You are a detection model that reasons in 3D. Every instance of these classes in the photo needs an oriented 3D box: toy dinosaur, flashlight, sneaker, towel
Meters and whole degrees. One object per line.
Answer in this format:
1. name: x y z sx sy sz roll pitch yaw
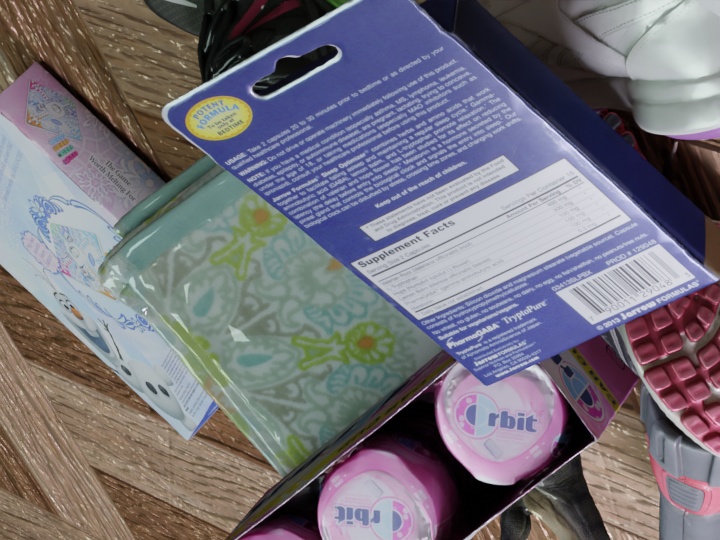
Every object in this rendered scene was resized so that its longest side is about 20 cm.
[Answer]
1. toy dinosaur: 0.074 0.101 1.405 0.201 0.088 0.047 65 -176 21
2. flashlight: 0.165 0.103 1.377 0.200 0.067 0.068 78 176 -60
3. sneaker: -0.040 -0.090 1.220 0.200 0.084 0.077 38 158 43
4. sneaker: 0.094 -0.108 1.147 0.200 0.075 0.100 9 120 54
5. sneaker: 0.126 -0.003 1.254 0.200 0.081 0.075 50 175 -1
6. towel: 0.000 0.000 1.354 0.171 0.200 0.048 49 -159 -17

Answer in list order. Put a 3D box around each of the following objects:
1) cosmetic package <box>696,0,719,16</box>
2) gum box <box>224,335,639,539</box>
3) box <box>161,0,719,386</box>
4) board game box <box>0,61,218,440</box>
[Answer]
1. cosmetic package: 0.124 -0.141 1.001 0.200 0.083 0.051 35 156 18
2. gum box: 0.023 0.091 1.299 0.066 0.200 0.113 50 -159 -1
3. box: 0.032 -0.037 1.119 0.121 0.033 0.200 -26 132 33
4. board game box: -0.144 -0.007 1.717 0.199 0.043 0.200 42 157 3
